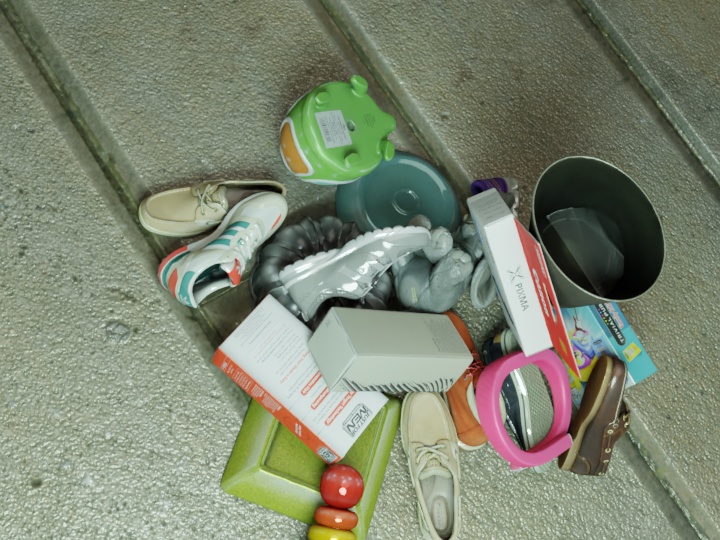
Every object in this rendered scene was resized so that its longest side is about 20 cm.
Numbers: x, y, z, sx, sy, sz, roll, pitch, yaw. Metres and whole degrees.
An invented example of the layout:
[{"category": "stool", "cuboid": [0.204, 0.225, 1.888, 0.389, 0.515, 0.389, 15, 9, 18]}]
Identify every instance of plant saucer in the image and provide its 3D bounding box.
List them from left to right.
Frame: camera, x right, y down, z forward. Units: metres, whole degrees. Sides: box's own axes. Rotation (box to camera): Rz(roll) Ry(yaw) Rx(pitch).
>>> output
[{"category": "plant saucer", "cuboid": [-0.051, 0.217, 1.173, 0.199, 0.048, 0.201, 23, 64, -8]}, {"category": "plant saucer", "cuboid": [0.063, -0.095, 1.346, 0.198, 0.036, 0.201, 7, 66, -16]}]

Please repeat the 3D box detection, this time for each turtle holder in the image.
[{"category": "turtle holder", "cuboid": [-0.035, -0.196, 1.295, 0.141, 0.131, 0.186, 49, 49, -18]}]

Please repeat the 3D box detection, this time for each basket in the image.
[{"category": "basket", "cuboid": [0.269, -0.028, 1.128, 0.135, 0.200, 0.181, -31, 79, -6]}]

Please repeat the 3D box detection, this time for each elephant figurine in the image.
[{"category": "elephant figurine", "cuboid": [0.138, -0.012, 1.268, 0.199, 0.155, 0.142, -8, 65, -50]}]

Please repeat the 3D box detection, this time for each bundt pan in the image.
[{"category": "bundt pan", "cuboid": [-0.048, 0.014, 1.232, 0.200, 0.076, 0.203, 4, 72, -11]}]

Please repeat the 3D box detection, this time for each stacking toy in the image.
[{"category": "stacking toy", "cuboid": [-0.035, 0.331, 1.085, 0.085, 0.085, 0.202, 13, 80, -12]}]

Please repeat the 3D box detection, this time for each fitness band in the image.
[{"category": "fitness band", "cuboid": [0.219, 0.176, 1.194, 0.199, 0.037, 0.145, -13, 88, -49]}]

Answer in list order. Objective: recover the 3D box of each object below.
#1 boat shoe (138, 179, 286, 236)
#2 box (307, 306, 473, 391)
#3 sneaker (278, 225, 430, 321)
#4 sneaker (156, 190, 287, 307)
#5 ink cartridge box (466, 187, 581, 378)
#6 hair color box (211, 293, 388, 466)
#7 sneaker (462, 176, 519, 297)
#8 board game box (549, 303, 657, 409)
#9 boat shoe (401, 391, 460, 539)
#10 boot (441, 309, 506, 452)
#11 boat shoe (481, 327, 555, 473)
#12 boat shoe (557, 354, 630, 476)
[{"category": "boat shoe", "cuboid": [-0.198, -0.093, 1.242, 0.198, 0.065, 0.073, -5, 70, -20]}, {"category": "box", "cuboid": [0.039, 0.100, 1.138, 0.199, 0.069, 0.082, 7, 41, -39]}, {"category": "sneaker", "cuboid": [0.000, 0.000, 1.167, 0.199, 0.075, 0.083, -22, 89, 1]}, {"category": "sneaker", "cuboid": [-0.162, -0.021, 1.191, 0.199, 0.071, 0.093, -36, 44, -15]}, {"category": "ink cartridge box", "cuboid": [0.199, 0.020, 1.135, 0.044, 0.176, 0.201, -22, 117, 2]}, {"category": "hair color box", "cuboid": [-0.075, 0.136, 1.138, 0.200, 0.061, 0.102, 42, 62, 3]}, {"category": "sneaker", "cuboid": [0.193, -0.048, 1.359, 0.083, 0.081, 0.201, 2, 58, -2]}, {"category": "board game box", "cuboid": [0.305, 0.082, 1.286, 0.047, 0.151, 0.201, -24, 77, -25]}, {"category": "boat shoe", "cuboid": [0.095, 0.248, 1.172, 0.072, 0.065, 0.202, -6, 79, -3]}, {"category": "boot", "cuboid": [0.144, 0.134, 1.239, 0.074, 0.107, 0.201, -9, 70, -19]}, {"category": "boat shoe", "cuboid": [0.217, 0.179, 1.263, 0.074, 0.062, 0.201, -15, 88, -49]}, {"category": "boat shoe", "cuboid": [0.324, 0.196, 1.226, 0.070, 0.201, 0.071, 14, 38, 4]}]
